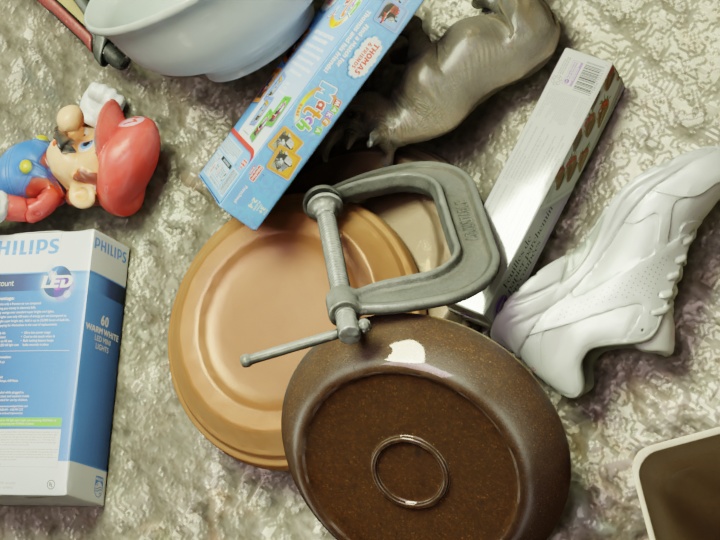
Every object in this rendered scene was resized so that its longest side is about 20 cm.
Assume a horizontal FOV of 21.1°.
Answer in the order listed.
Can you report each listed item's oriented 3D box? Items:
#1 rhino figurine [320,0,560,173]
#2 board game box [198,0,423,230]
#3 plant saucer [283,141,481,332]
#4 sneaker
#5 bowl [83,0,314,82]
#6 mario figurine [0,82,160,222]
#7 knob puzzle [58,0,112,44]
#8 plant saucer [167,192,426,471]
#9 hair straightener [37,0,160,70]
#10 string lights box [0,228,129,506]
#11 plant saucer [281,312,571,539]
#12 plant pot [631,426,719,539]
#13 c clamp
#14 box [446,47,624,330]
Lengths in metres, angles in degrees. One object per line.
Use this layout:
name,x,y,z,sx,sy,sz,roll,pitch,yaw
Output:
rhino figurine,0.053,-0.138,1.366,0.200,0.060,0.088,-36,63,0
board game box,-0.038,-0.129,1.377,0.037,0.151,0.200,35,93,-14
plant saucer,0.000,0.000,1.382,0.200,0.029,0.201,-7,74,23
sneaker,0.186,0.006,1.277,0.200,0.078,0.099,-46,74,11
bowl,-0.097,-0.202,1.421,0.201,0.090,0.201,-27,26,14
mario figurine,-0.246,-0.091,1.479,0.200,0.106,0.124,-12,69,23
knob puzzle,-0.196,-0.299,1.556,0.219,0.030,0.220,-7,72,24
plant saucer,-0.052,0.039,1.358,0.200,0.037,0.201,-7,72,23
hair straightener,-0.220,-0.229,1.506,0.077,0.041,0.200,-48,62,6
string lights box,-0.239,0.073,1.453,0.103,0.059,0.200,-2,75,24
plant saucer,0.036,0.124,1.259,0.200,0.034,0.201,9,117,18
plant pot,0.293,0.187,1.107,0.200,0.177,0.200,-18,69,19
c clamp,0.005,-0.016,1.280,0.170,0.027,0.200,-9,33,5
box,0.118,-0.056,1.324,0.041,0.039,0.200,21,78,28
